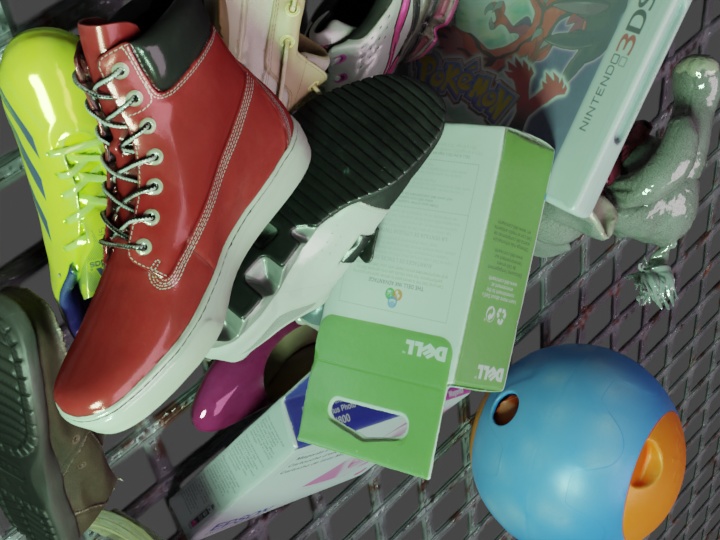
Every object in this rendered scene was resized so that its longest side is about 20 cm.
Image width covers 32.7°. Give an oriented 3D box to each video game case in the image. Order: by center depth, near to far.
[{"bbox_3d":[0.100,-0.152,0.757,0.023,0.200,0.182,14,103,-47],"label":"video game case"}]

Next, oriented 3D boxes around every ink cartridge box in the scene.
[{"bbox_3d":[0.037,0.014,0.719,0.059,0.104,0.200,14,87,-51],"label":"ink cartridge box"},{"bbox_3d":[-0.012,0.115,0.894,0.196,0.043,0.200,-11,156,-48],"label":"ink cartridge box"}]

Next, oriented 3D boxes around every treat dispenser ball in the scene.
[{"bbox_3d":[0.203,0.169,1.155,0.201,0.201,0.201,-33,139,-34],"label":"treat dispenser ball"}]

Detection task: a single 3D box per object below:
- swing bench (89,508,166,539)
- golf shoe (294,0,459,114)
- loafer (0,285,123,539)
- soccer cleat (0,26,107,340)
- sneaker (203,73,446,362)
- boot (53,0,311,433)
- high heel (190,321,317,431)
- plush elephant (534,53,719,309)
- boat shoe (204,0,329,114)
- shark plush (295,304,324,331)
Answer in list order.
[{"bbox_3d":[-0.129,0.285,0.830,0.199,0.130,0.200,47,56,-56],"label":"swing bench"},{"bbox_3d":[-0.013,-0.120,0.760,0.092,0.073,0.200,15,99,-51],"label":"golf shoe"},{"bbox_3d":[-0.182,0.078,0.706,0.071,0.073,0.200,-45,151,-38],"label":"loafer"},{"bbox_3d":[-0.140,-0.032,0.639,0.065,0.084,0.200,-8,134,-4],"label":"soccer cleat"},{"bbox_3d":[-0.028,-0.028,0.699,0.200,0.074,0.089,-43,157,-5],"label":"sneaker"},{"bbox_3d":[-0.113,-0.035,0.581,0.144,0.072,0.200,52,56,-46],"label":"boot"},{"bbox_3d":[-0.024,0.059,0.862,0.200,0.096,0.067,-43,144,-23],"label":"high heel"},{"bbox_3d":[0.188,-0.074,1.004,0.155,0.165,0.200,10,77,-20],"label":"plush elephant"},{"bbox_3d":[-0.051,-0.119,0.688,0.069,0.074,0.200,-4,125,-13],"label":"boat shoe"},{"bbox_3d":[0.000,0.000,0.800,0.200,0.091,0.083,5,121,-13],"label":"shark plush"}]
